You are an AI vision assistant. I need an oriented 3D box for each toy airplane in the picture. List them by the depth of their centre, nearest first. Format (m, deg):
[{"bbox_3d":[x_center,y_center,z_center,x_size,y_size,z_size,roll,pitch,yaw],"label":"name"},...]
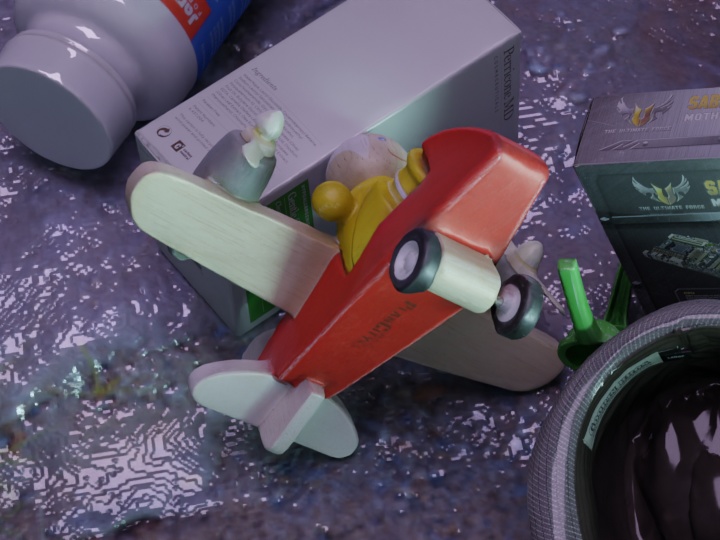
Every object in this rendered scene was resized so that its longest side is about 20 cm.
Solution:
[{"bbox_3d":[0.000,0.000,1.089,0.198,0.200,0.142,-6,54,7],"label":"toy airplane"}]

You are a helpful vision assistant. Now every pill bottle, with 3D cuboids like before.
[{"bbox_3d":[-0.125,-0.156,1.248,0.112,0.112,0.200,20,59,16],"label":"pill bottle"}]

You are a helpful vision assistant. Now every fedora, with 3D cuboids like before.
[{"bbox_3d":[0.172,0.118,1.044,0.176,0.090,0.201,-20,68,6],"label":"fedora"}]

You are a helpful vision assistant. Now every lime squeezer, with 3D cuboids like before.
[{"bbox_3d":[0.124,0.024,1.103,0.038,0.200,0.071,19,99,15],"label":"lime squeezer"}]

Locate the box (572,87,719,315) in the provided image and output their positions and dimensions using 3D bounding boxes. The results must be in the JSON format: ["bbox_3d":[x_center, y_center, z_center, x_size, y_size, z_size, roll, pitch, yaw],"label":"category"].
[{"bbox_3d":[0.222,-0.021,1.071,0.199,0.159,0.048,-2,49,30],"label":"box"}]

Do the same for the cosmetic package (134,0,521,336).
[{"bbox_3d":[-0.014,-0.071,1.186,0.200,0.108,0.085,-34,59,-18],"label":"cosmetic package"}]
